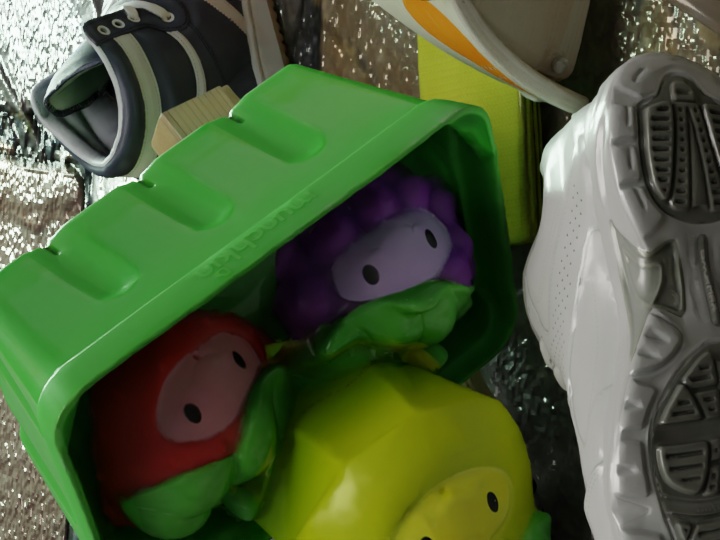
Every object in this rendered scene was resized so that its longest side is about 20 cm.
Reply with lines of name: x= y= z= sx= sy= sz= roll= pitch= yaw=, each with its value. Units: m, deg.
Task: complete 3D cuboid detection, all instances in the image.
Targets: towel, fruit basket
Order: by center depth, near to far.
fruit basket: x=-0.011 y=0.049 z=0.957 sx=0.216 sy=0.216 sz=0.156 roll=56 pitch=166 yaw=41
towel: x=0.048 y=-0.109 z=1.074 sx=0.086 sy=0.018 sz=0.200 roll=-4 pitch=87 yaw=63

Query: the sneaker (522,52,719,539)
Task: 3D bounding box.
sneaker: x=0.100 y=0.030 z=0.948 sx=0.099 sy=0.078 sz=0.200 roll=150 pitch=124 yaw=-61

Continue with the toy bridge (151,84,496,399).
toy bridge: x=0.000 y=0.000 z=1.079 sx=0.200 sy=0.067 sz=0.027 roll=49 pitch=148 yaw=21

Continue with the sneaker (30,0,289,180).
sneaker: x=-0.101 y=-0.123 z=1.218 sx=0.070 sy=0.108 sz=0.200 roll=-47 pitch=51 yaw=46

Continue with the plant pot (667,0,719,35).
plant pot: x=0.163 y=-0.143 z=0.758 sx=0.174 sy=0.200 sz=0.200 roll=-58 pitch=41 yaw=14

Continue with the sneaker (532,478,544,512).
sneaker: x=0.061 y=0.136 z=0.998 sx=0.200 sy=0.075 sz=0.116 roll=10 pitch=96 yaw=58

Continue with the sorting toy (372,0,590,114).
sorting toy: x=0.021 y=-0.179 z=1.020 sx=0.180 sy=0.107 sz=0.200 roll=27 pitch=108 yaw=57
